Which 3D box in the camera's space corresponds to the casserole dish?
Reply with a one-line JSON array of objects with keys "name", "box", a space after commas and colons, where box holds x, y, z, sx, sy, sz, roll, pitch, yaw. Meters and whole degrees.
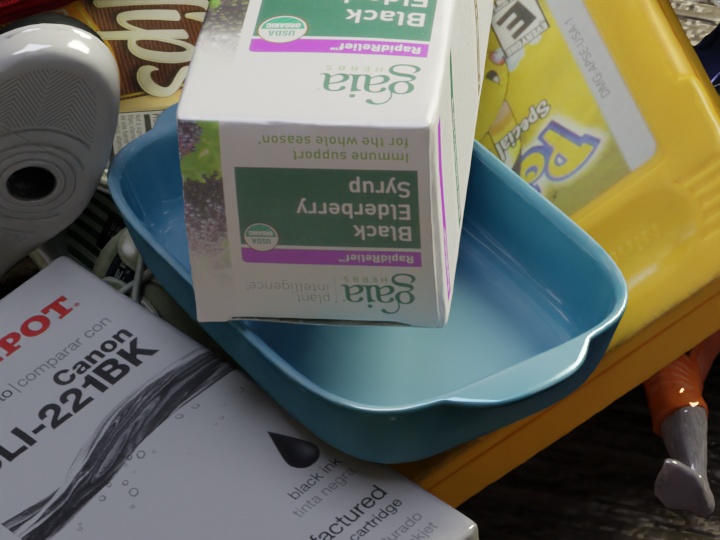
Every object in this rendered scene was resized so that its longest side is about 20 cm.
[{"name": "casserole dish", "box": [0.000, 0.000, 0.952, 0.121, 0.039, 0.200, -22, 42, -26]}]

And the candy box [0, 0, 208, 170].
[{"name": "candy box", "box": [-0.104, -0.076, 1.166, 0.200, 0.055, 0.115, -5, 39, 1]}]

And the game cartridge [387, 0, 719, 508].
[{"name": "game cartridge", "box": [0.045, -0.025, 1.016, 0.176, 0.032, 0.200, -36, 43, 15]}]

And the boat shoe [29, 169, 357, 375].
[{"name": "boat shoe", "box": [-0.067, 0.011, 1.028, 0.062, 0.072, 0.200, 23, 4, -38]}]

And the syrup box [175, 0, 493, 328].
[{"name": "syrup box", "box": [-0.003, -0.070, 0.948, 0.079, 0.081, 0.200, 1, 35, 7]}]

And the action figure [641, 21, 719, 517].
[{"name": "action figure", "box": [0.100, 0.020, 1.036, 0.200, 0.105, 0.193, -40, 38, 5]}]

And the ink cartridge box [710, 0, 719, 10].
[{"name": "ink cartridge box", "box": [0.180, -0.095, 1.073, 0.043, 0.200, 0.198, -49, 44, 14]}]

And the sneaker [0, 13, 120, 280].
[{"name": "sneaker", "box": [-0.146, -0.047, 1.025, 0.073, 0.200, 0.112, 15, 45, -24]}]

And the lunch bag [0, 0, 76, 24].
[{"name": "lunch bag", "box": [-0.157, -0.147, 1.049, 0.176, 0.082, 0.200, -20, 27, -5]}]

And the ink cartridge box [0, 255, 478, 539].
[{"name": "ink cartridge box", "box": [-0.078, 0.101, 0.933, 0.200, 0.084, 0.144, 31, 56, 35]}]
